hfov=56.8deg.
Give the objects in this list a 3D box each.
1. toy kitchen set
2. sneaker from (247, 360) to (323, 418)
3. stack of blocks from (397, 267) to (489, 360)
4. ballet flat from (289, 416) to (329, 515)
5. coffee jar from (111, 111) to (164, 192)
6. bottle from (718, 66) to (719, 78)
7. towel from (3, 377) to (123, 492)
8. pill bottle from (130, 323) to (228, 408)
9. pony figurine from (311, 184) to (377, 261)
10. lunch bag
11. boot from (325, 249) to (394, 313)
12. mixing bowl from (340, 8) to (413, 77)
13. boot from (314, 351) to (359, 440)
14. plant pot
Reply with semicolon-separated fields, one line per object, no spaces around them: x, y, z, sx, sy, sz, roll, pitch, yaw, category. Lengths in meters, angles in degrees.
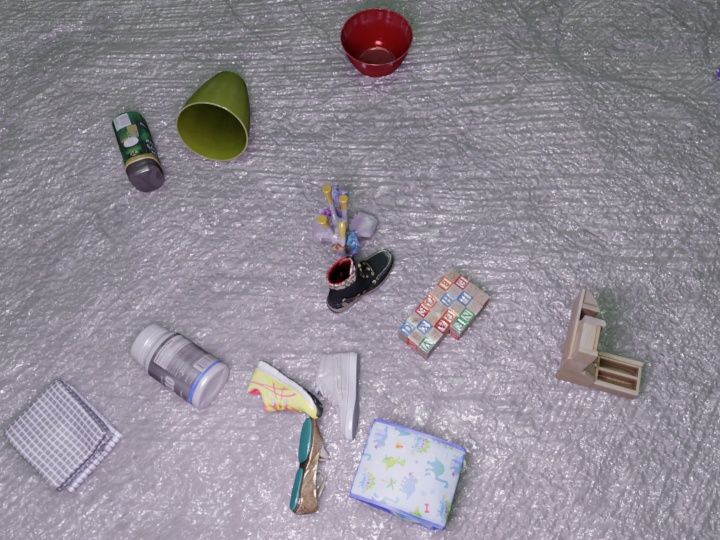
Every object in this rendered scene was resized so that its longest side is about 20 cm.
0.537;0.151;1.426;0.179;0.200;0.164;15;67;9;toy kitchen set
-0.168;0.281;1.460;0.199;0.078;0.091;26;74;32;sneaker
0.192;0.108;1.536;0.115;0.059;0.200;38;72;17;stack of blocks
-0.103;0.415;1.413;0.065;0.070;0.202;18;67;-20;ballet flat
-0.575;-0.305;1.726;0.085;0.104;0.201;-21;67;-5;coffee jar
1.058;-0.594;1.822;0.083;0.065;0.200;33;71;12;bottle
-0.645;0.355;1.438;0.200;0.086;0.166;37;73;17;towel
-0.404;0.208;1.481;0.199;0.114;0.114;30;70;15;pill bottle
-0.051;-0.104;1.589;0.165;0.201;0.194;-2;49;8;pony figurine
0.093;0.416;1.363;0.199;0.128;0.171;20;68;0;lunch bag
0.000;0.002;1.538;0.203;0.154;0.073;-40;70;-15;boot
0.044;-0.611;1.841;0.198;0.109;0.202;0;66;1;mixing bowl
-0.053;0.277;1.469;0.095;0.074;0.201;-3;57;8;boot
-0.366;-0.424;1.749;0.185;0.188;0.201;5;51;4;plant pot
